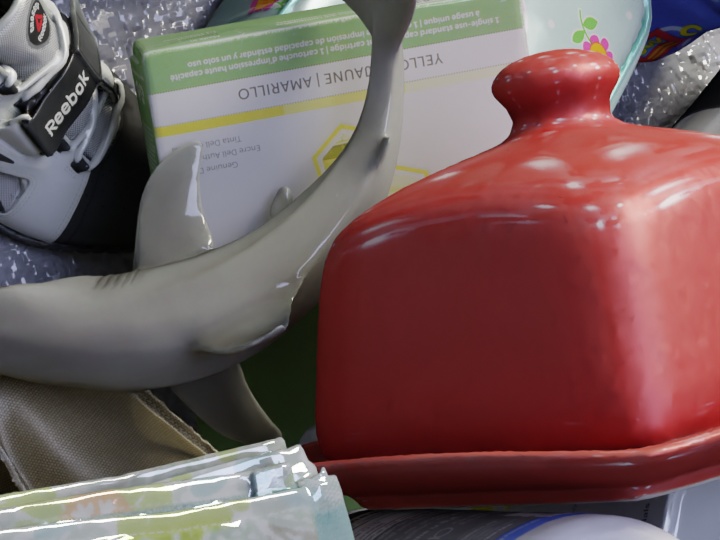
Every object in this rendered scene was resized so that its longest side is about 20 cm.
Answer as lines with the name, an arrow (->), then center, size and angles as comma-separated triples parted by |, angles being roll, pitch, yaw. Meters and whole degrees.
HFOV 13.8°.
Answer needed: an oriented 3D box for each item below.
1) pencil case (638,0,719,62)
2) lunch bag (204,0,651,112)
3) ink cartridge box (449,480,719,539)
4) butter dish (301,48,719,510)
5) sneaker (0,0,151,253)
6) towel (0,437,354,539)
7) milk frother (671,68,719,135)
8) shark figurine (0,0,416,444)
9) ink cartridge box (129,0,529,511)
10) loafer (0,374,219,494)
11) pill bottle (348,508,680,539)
pencil case -> 0.166, -0.156, 1.266 | 0.087, 0.200, 0.078 | 22, 60, -31
lunch bag -> 0.027, -0.082, 1.220 | 0.160, 0.077, 0.200 | 45, 57, -20
ink cartridge box -> 0.104, 0.142, 1.145 | 0.145, 0.200, 0.084 | 22, 70, -30
butter dish -> 0.075, -0.002, 1.023 | 0.200, 0.199, 0.148 | -9, 93, -47
sneaker -> -0.130, -0.069, 1.098 | 0.200, 0.088, 0.074 | 28, 62, -29
towel -> -0.068, 0.159, 0.895 | 0.171, 0.048, 0.201 | -7, 83, -33
milk frother -> 0.209, 0.000, 1.256 | 0.181, 0.200, 0.188 | 54, 55, -18
shark figurine -> -0.030, -0.011, 1.051 | 0.214, 0.090, 0.128 | -45, 106, 4
ink cartridge box -> 0.000, 0.000, 1.128 | 0.145, 0.048, 0.201 | -10, 103, -9
loafer -> -0.073, 0.094, 1.111 | 0.200, 0.067, 0.076 | 49, 56, -16
pill bottle -> 0.030, 0.137, 1.010 | 0.113, 0.200, 0.114 | 2, 85, -30
